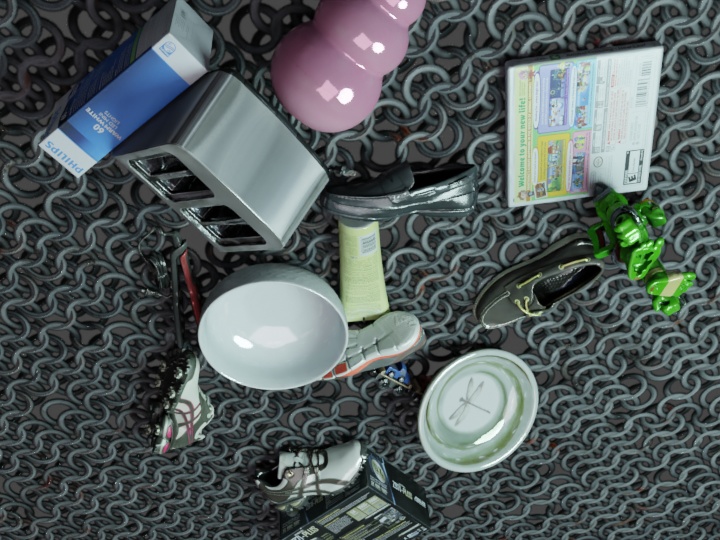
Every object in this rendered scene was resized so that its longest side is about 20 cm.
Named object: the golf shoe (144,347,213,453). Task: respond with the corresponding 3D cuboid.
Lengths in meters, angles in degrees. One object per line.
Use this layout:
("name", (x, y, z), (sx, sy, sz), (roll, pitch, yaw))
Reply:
("golf shoe", (-0.258, 0.186, 1.289), (0.088, 0.077, 0.200), (-1, 134, -30))

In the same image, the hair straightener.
("hair straightener", (-0.257, 0.024, 1.168), (0.077, 0.041, 0.200), (-6, 129, 0))

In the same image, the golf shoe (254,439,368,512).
("golf shoe", (-0.081, 0.317, 1.392), (0.200, 0.078, 0.094), (-33, 123, 18))

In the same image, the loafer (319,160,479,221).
("loafer", (0.049, -0.103, 1.081), (0.200, 0.068, 0.071), (-3, 121, -9))

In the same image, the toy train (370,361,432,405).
("toy train", (0.100, 0.183, 1.328), (0.200, 0.034, 0.046), (28, 108, -25))

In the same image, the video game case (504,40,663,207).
("video game case", (0.268, -0.174, 1.069), (0.182, 0.022, 0.200), (-7, 129, 1))

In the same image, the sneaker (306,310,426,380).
("sneaker", (0.005, 0.121, 1.249), (0.200, 0.077, 0.082), (-16, 150, 21))

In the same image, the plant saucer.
("plant saucer", (0.170, 0.204, 1.316), (0.200, 0.050, 0.201), (-6, 109, -18))

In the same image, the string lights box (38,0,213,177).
("string lights box", (-0.254, -0.200, 0.952), (0.200, 0.103, 0.059), (-33, 124, 21))

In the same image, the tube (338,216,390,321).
("tube", (0.000, 0.000, 1.171), (0.058, 0.052, 0.200), (27, 142, 29))

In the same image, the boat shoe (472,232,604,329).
("boat shoe", (0.241, 0.025, 1.198), (0.201, 0.061, 0.072), (-37, 123, 22))

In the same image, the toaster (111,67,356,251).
("toaster", (-0.147, -0.118, 0.965), (0.200, 0.119, 0.181), (0, 144, 48))

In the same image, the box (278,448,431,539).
("box", (-0.011, 0.408, 1.463), (0.200, 0.086, 0.164), (-37, 122, 22))

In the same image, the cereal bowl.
("cereal bowl", (-0.117, 0.066, 1.186), (0.199, 0.083, 0.200), (-2, 128, -3))

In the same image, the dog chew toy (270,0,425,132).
("dog chew toy", (-0.007, -0.246, 0.931), (0.124, 0.125, 0.200), (31, 112, -25))

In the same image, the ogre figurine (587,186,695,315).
("ogre figurine", (0.347, -0.033, 1.108), (0.200, 0.120, 0.098), (21, 124, -35))
